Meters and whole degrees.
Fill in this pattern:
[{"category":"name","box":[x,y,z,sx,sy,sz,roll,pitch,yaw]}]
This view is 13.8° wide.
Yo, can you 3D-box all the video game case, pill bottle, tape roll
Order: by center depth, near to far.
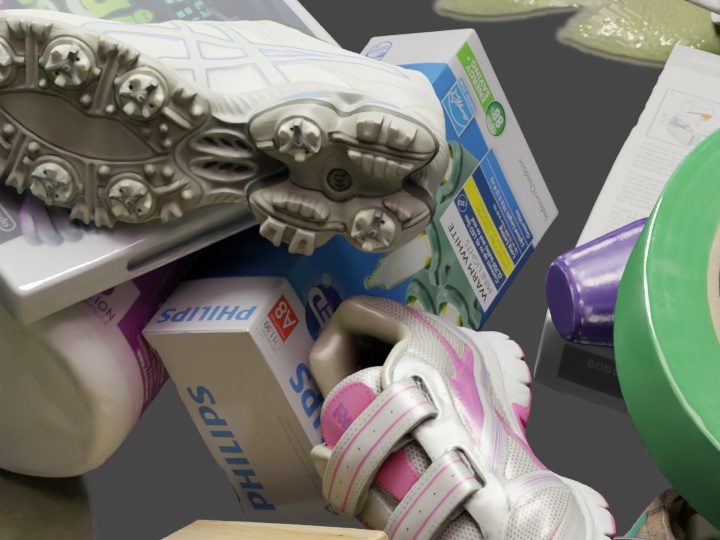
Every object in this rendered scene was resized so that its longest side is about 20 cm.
[{"category":"tape roll","box":[0.200,0.026,1.164,0.200,0.048,0.201,6,58,-9]},{"category":"video game case","box":[-0.108,-0.081,1.207,0.182,0.023,0.200,-24,53,-25]},{"category":"pill bottle","box":[-0.103,-0.018,1.240,0.112,0.112,0.200,22,49,13]}]

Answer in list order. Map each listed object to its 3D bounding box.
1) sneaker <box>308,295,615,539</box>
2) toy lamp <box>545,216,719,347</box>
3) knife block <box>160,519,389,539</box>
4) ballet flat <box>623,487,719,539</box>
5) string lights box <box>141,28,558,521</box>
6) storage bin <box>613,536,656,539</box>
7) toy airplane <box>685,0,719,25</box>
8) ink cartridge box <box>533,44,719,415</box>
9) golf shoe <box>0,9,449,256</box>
[{"category":"sneaker","box":[0.026,0.080,1.108,0.088,0.081,0.200,26,20,-29]},{"category":"toy lamp","box":[0.175,-0.002,1.237,0.200,0.058,0.058,-8,49,-18]},{"category":"knife block","box":[-0.022,0.125,1.073,0.064,0.176,0.200,-25,55,-28]},{"category":"ballet flat","box":[0.202,0.119,1.179,0.200,0.067,0.068,3,47,-4]},{"category":"string lights box","box":[0.000,0.000,1.234,0.059,0.103,0.200,-3,38,37]},{"category":"storage bin","box":[0.165,0.187,1.095,0.200,0.094,0.135,8,47,-1]},{"category":"toy airplane","box":[0.203,-0.206,1.392,0.141,0.200,0.199,43,39,-15]},{"category":"ink cartridge box","box":[0.181,-0.005,1.310,0.160,0.047,0.200,18,45,11]},{"category":"golf shoe","box":[-0.063,-0.064,1.146,0.200,0.078,0.097,15,31,1]}]
